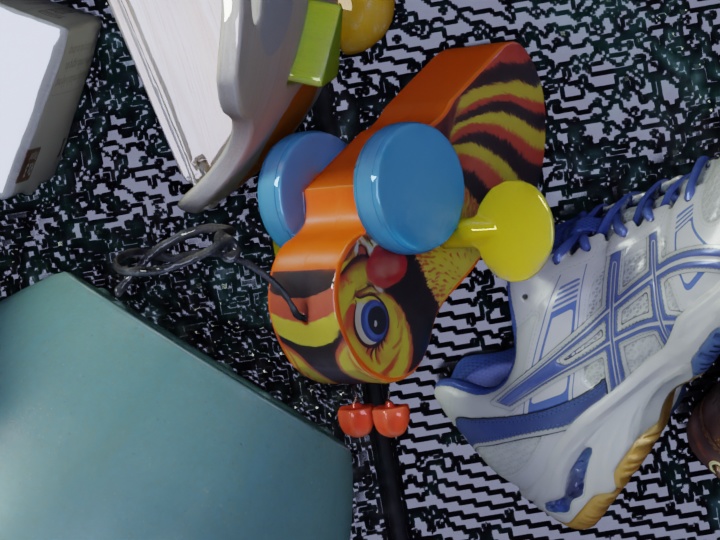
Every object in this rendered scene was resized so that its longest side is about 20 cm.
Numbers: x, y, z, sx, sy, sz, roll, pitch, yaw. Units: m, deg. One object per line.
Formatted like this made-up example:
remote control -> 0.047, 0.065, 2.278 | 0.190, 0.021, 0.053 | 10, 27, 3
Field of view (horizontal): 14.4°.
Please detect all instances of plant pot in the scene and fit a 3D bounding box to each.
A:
plant pot -> -0.096, 0.099, 1.032 | 0.201, 0.201, 0.161 | 32, 89, -1

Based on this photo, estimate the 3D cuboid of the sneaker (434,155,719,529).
sneaker -> 0.098, 0.003, 1.050 | 0.088, 0.075, 0.200 | 36, 115, 6

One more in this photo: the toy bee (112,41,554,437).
toy bee -> 0.000, 0.000, 1.041 | 0.200, 0.131, 0.109 | -26, 109, -21

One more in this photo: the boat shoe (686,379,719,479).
boat shoe -> 0.216, 0.094, 1.082 | 0.200, 0.070, 0.070 | 36, 133, -9

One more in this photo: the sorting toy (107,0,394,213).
sorting toy -> -0.059, -0.125, 1.012 | 0.107, 0.180, 0.200 | -22, 94, 5

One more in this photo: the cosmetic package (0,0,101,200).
cosmetic package -> -0.203, -0.096, 1.062 | 0.200, 0.102, 0.074 | 19, 97, 0
